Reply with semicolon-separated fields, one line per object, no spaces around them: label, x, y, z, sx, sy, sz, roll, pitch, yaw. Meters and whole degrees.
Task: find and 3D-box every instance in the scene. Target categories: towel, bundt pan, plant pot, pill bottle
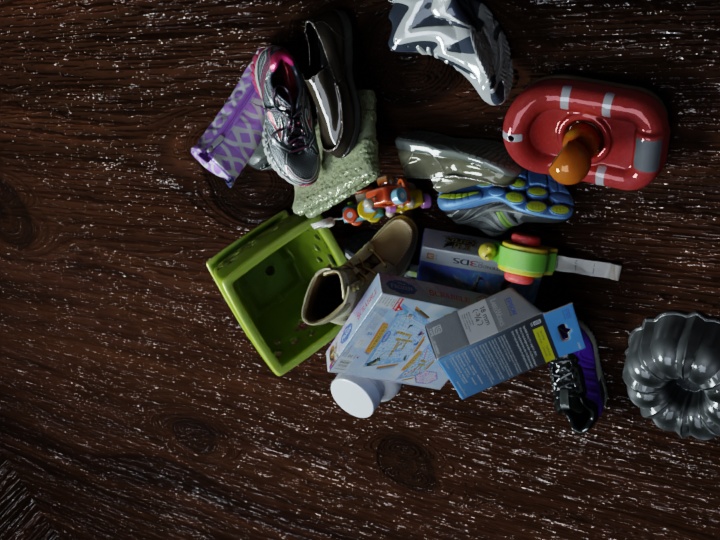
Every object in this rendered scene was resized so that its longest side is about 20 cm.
towel;-0.041;-0.170;1.301;0.199;0.036;0.151;-21;67;49
bundt pan;0.459;0.159;1.233;0.200;0.076;0.204;22;137;22
plant pot;-0.134;0.021;1.474;0.201;0.199;0.181;62;164;-24
pill bottle;0.035;0.145;1.459;0.110;0.200;0.112;21;136;21

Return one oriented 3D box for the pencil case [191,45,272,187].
pencil case;-0.171;-0.227;1.293;0.083;0.201;0.086;28;171;20

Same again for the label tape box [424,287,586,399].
label tape box;0.207;0.094;1.249;0.198;0.064;0.145;-24;144;8

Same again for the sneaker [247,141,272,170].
sneaker;-0.143;-0.201;1.393;0.199;0.067;0.091;12;141;46

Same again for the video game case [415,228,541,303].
video game case;0.170;0.037;1.331;0.179;0.046;0.202;10;134;5

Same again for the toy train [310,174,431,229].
toy train;0.018;-0.108;1.310;0.199;0.149;0.056;-13;85;49

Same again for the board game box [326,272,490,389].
board game box;0.076;0.096;1.311;0.197;0.042;0.201;12;136;-22

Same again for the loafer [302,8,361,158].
loafer;-0.050;-0.256;1.216;0.073;0.071;0.203;6;104;53

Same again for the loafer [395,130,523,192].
loafer;0.136;-0.144;1.216;0.198;0.075;0.071;20;123;38

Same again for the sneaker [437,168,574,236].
sneaker;0.205;-0.092;1.228;0.197;0.071;0.083;3;149;34

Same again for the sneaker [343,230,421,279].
sneaker;0.060;0.000;1.410;0.198;0.072;0.084;17;136;26

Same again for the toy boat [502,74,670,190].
toy boat;0.263;-0.152;1.065;0.198;0.131;0.132;16;134;27

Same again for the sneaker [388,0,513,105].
sneaker;0.102;-0.287;1.114;0.129;0.080;0.200;-17;114;47

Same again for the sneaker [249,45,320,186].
sneaker;-0.104;-0.213;1.241;0.075;0.080;0.202;30;140;64

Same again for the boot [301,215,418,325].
boot;0.000;0.000;1.298;0.073;0.155;0.200;44;101;14

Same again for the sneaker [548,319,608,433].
sneaker;0.319;0.162;1.326;0.069;0.100;0.202;-6;122;39

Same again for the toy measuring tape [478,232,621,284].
toy measuring tape;0.259;-0.010;1.203;0.197;0.074;0.074;11;134;7
